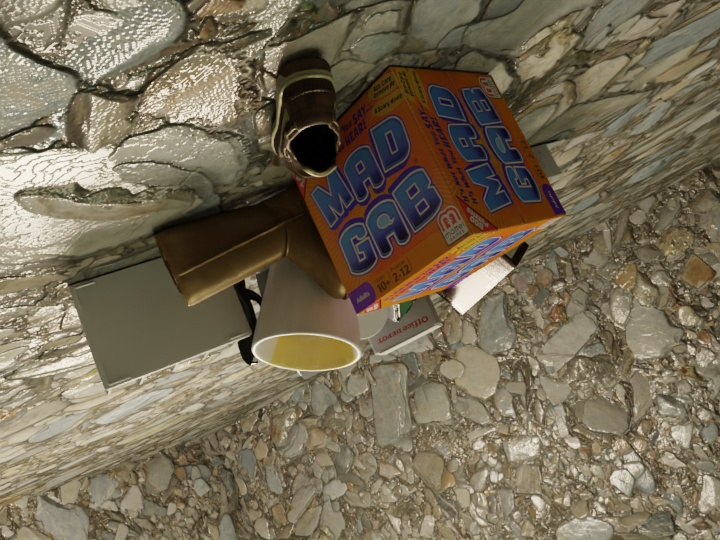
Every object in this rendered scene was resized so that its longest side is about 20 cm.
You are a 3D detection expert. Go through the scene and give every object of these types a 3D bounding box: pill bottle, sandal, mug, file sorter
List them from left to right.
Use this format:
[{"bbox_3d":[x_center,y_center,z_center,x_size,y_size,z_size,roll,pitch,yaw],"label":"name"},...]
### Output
[{"bbox_3d":[-0.277,0.071,0.961,0.198,0.140,0.124,-20,170,-27],"label":"file sorter"},{"bbox_3d":[-0.162,0.061,1.040,0.047,0.201,0.076,1,123,-20],"label":"sandal"},{"bbox_3d":[-0.077,0.050,0.977,0.148,0.155,0.187,9,153,-18],"label":"mug"},{"bbox_3d":[-0.023,0.056,1.299,0.115,0.117,0.200,-23,-164,-11],"label":"pill bottle"}]

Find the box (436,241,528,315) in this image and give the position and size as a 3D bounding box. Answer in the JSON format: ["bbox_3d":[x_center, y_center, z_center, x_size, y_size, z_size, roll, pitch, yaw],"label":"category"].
[{"bbox_3d":[0.221,-0.009,1.340,0.075,0.100,0.200,-50,178,-36],"label":"box"}]

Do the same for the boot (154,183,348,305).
[{"bbox_3d":[-0.128,-0.005,0.864,0.198,0.176,0.066,-25,162,-21],"label":"boot"}]

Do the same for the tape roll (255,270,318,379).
[{"bbox_3d":[-0.108,0.081,1.198,0.066,0.202,0.200,-26,168,-1],"label":"tape roll"}]

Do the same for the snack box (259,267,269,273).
[{"bbox_3d":[-0.098,-0.052,1.078,0.199,0.025,0.072,-30,169,16],"label":"snack box"}]

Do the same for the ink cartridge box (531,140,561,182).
[{"bbox_3d":[0.284,-0.167,1.283,0.198,0.067,0.116,-19,167,-30],"label":"ink cartridge box"}]

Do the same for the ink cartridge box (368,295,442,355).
[{"bbox_3d":[0.061,0.054,1.437,0.145,0.202,0.086,-27,168,9],"label":"ink cartridge box"}]

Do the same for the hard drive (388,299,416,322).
[{"bbox_3d":[0.107,-0.013,1.324,0.201,0.038,0.140,-54,155,-26],"label":"hard drive"}]

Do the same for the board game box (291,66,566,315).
[{"bbox_3d":[0.079,-0.094,0.834,0.199,0.202,0.199,-13,163,-46],"label":"board game box"}]

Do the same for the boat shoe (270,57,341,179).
[{"bbox_3d":[-0.053,-0.127,0.704,0.074,0.076,0.203,-14,165,-3],"label":"boat shoe"}]
